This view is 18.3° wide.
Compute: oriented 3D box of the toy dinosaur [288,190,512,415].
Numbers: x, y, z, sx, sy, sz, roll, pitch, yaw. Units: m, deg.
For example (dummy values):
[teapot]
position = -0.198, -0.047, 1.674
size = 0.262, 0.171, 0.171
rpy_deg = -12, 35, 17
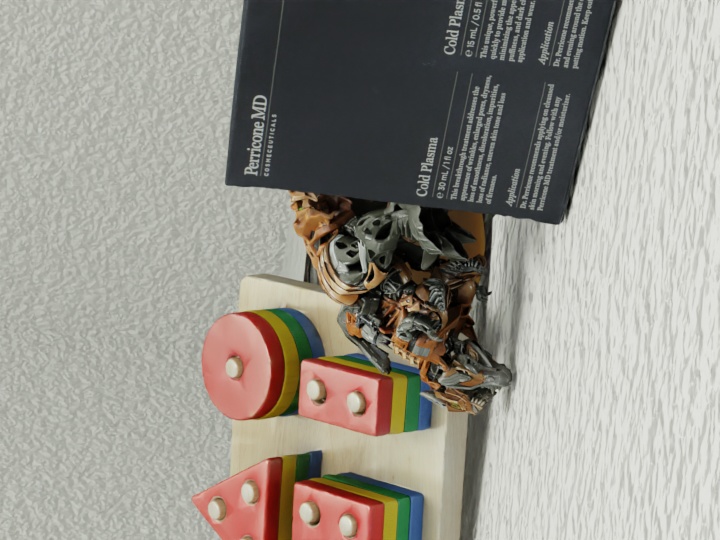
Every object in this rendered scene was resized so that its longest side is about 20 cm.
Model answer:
[toy dinosaur]
position = 0.016, -0.008, 1.288
size = 0.136, 0.200, 0.102
rpy_deg = -43, 18, 40

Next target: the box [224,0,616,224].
[box]
position = 0.031, -0.139, 1.148
size = 0.104, 0.182, 0.200
rpy_deg = -89, 8, -50

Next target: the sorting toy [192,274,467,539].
[sorting toy]
position = -0.030, 0.117, 1.422
size = 0.199, 0.070, 0.200
rpy_deg = 12, 102, 46

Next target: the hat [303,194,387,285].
[hat]
position = 0.000, 0.000, 1.631
size = 0.201, 0.081, 0.201
rpy_deg = -173, 90, -85

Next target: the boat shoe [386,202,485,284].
[boat shoe]
position = 0.051, -0.033, 1.483
size = 0.070, 0.070, 0.200
rpy_deg = 97, -175, -72
